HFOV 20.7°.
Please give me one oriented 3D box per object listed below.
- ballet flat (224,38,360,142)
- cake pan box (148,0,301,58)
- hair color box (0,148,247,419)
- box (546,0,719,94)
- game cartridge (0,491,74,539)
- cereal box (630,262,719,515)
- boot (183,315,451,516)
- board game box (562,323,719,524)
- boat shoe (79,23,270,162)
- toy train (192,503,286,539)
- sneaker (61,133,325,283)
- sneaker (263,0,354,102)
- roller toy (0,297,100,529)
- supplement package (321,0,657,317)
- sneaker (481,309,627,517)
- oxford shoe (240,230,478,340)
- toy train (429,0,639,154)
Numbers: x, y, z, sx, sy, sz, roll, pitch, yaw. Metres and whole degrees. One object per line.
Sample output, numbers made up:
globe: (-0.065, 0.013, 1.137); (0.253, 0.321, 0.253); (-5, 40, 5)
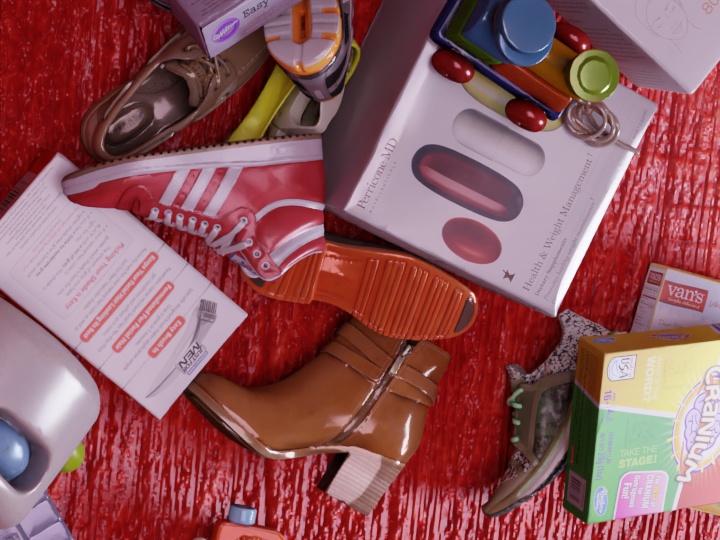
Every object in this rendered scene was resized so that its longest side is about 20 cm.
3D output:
ballet flat: (-0.061, -0.107, 1.561); (0.067, 0.067, 0.200); (31, 86, -50)
cake pan box: (-0.091, -0.277, 1.487); (0.200, 0.052, 0.184); (-35, 63, -11)
hair color box: (-0.201, 0.010, 1.544); (0.200, 0.064, 0.111); (42, 83, -17)
box: (0.227, -0.266, 1.613); (0.200, 0.106, 0.152); (40, 85, -19)
game cartridge: (-0.331, 0.230, 1.552); (0.200, 0.038, 0.130); (-31, 102, -11)
cereal box: (0.293, 0.106, 1.724); (0.144, 0.040, 0.200); (16, 93, -19)
boot: (-0.031, 0.090, 1.604); (0.200, 0.077, 0.155); (31, 84, -12)
board game box: (0.269, 0.123, 1.652); (0.200, 0.040, 0.153); (-6, 109, -26)
boat shoe: (-0.130, -0.151, 1.540); (0.200, 0.065, 0.071); (-44, 108, -7)
toy train: (-0.080, 0.293, 1.631); (0.150, 0.056, 0.200); (7, 93, -17)
sneaker: (-0.120, -0.038, 1.490); (0.200, 0.071, 0.113); (-8, 95, -10)
sneaker: (-0.040, -0.218, 1.529); (0.078, 0.077, 0.200); (-5, 57, 13)
roller toy: (-0.301, 0.098, 1.451); (0.200, 0.182, 0.140); (35, 70, 0)
supplement package: (0.089, -0.097, 1.573); (0.200, 0.147, 0.191); (25, 90, -20)
sneaker: (0.153, 0.119, 1.681); (0.089, 0.077, 0.200); (35, 89, 13)
oxford shoe: (0.000, 0.000, 1.593); (0.200, 0.073, 0.071); (19, 109, -13)
toy train: (0.157, -0.140, 1.450); (0.200, 0.116, 0.085); (32, 85, -19)
